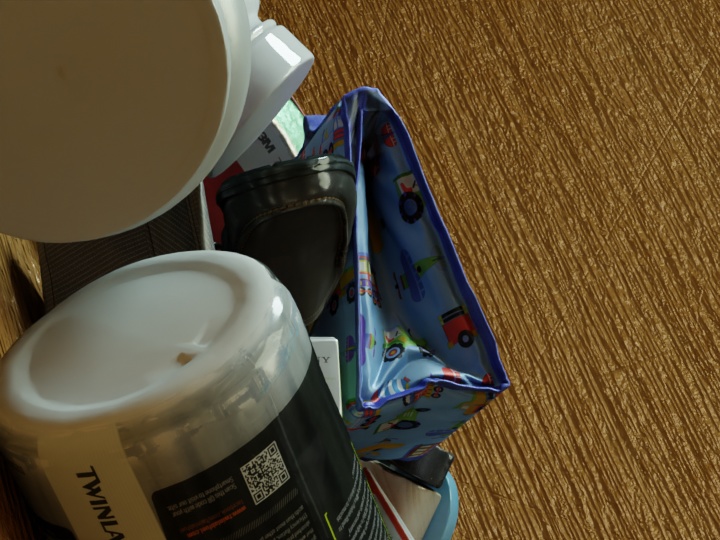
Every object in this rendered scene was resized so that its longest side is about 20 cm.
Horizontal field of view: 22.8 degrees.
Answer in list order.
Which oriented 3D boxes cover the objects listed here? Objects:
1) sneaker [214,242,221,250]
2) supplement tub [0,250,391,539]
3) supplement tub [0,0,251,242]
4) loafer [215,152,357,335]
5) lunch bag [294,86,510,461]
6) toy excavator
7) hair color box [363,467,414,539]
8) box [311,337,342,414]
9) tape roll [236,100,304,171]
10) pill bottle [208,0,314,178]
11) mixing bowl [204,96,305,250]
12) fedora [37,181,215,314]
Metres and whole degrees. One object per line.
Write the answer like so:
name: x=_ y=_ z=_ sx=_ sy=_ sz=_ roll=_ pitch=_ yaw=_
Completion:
sneaker: x=-0.116 y=0.000 z=1.191 sx=0.200 sy=0.114 sz=0.077 roll=66 pitch=-1 yaw=-52
supplement tub: x=-0.053 y=0.104 z=0.694 sx=0.123 sy=0.122 sz=0.201 roll=-115 pitch=-176 yaw=-62
supplement tub: x=-0.118 y=-0.094 z=0.717 sx=0.200 sy=0.144 sz=0.146 roll=-118 pitch=-173 yaw=-74
loafer: x=-0.033 y=-0.007 z=0.906 sx=0.200 sy=0.072 sz=0.073 roll=101 pitch=-22 yaw=-77
lunch bag: x=0.000 y=0.000 z=1.033 sx=0.151 sy=0.093 sz=0.202 roll=130 pitch=-49 yaw=-63
toy excavator: x=-0.008 y=0.151 z=1.244 sx=0.193 sy=0.100 sz=0.200 roll=24 pitch=-6 yaw=26
hair color box: x=0.036 y=0.226 z=1.081 sx=0.200 sy=0.064 sz=0.111 roll=59 pitch=-2 yaw=-39
box: x=-0.037 y=0.152 z=0.940 sx=0.144 sy=0.036 sz=0.202 roll=121 pitch=-31 yaw=-63
tape roll: x=-0.102 y=-0.052 z=1.127 sx=0.200 sy=0.048 sz=0.202 roll=24 pitch=50 yaw=-32
pill bottle: x=-0.131 y=-0.155 z=1.043 sx=0.200 sy=0.113 sz=0.113 roll=42 pitch=-2 yaw=1
mixing bowl: x=-0.127 y=-0.069 z=1.285 sx=0.199 sy=0.108 sz=0.201 roll=32 pitch=-36 yaw=27
fedora: x=-0.106 y=0.024 z=0.877 sx=0.177 sy=0.090 sz=0.201 roll=-110 pitch=-172 yaw=-60
